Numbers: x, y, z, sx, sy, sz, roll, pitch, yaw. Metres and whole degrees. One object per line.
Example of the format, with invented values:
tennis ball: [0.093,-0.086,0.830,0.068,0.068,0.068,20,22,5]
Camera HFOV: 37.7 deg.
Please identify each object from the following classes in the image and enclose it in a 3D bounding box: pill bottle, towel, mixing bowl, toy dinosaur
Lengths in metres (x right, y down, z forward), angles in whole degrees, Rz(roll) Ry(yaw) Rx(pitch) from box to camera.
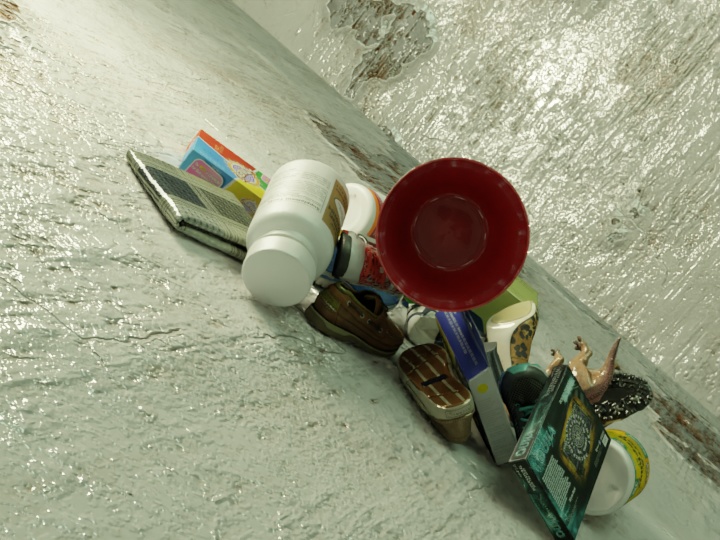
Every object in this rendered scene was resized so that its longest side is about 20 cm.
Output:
pill bottle: [-0.086,-0.048,1.369,0.114,0.114,0.200,36,35,-14]
towel: [-0.212,-0.080,1.432,0.200,0.035,0.193,23,18,-45]
pill bottle: [0.362,0.291,1.546,0.113,0.113,0.200,44,13,22]
pill bottle: [0.027,-0.082,1.902,0.110,0.110,0.200,47,15,31]
mixing bowl: [0.122,-0.049,1.411,0.200,0.200,0.108,39,5,0]
toy dinosaur: [0.301,0.173,1.513,0.086,0.200,0.136,51,35,-13]

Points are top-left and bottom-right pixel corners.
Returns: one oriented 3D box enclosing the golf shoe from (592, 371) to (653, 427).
golf shoe: [0.358,0.216,1.628,0.094,0.200,0.078,40,35,-54]

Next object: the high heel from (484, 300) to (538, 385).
high heel: [0.240,0.141,1.636,0.200,0.071,0.143,-42,122,-50]

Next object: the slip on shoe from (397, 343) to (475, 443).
slip on shoe: [0.103,0.161,1.410,0.200,0.076,0.061,-133,-154,-64]

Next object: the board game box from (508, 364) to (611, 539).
board game box: [0.261,0.231,1.356,0.135,0.028,0.200,59,38,-16]

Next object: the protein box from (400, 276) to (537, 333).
protein box: [0.198,0.047,1.873,0.198,0.135,0.200,39,13,2]

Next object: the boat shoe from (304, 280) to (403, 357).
boat shoe: [0.011,0.066,1.442,0.072,0.068,0.200,45,13,32]

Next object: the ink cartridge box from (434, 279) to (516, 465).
ink cartridge box: [0.151,0.134,1.446,0.198,0.047,0.200,-110,178,-64]

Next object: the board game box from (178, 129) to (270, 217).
board game box: [-0.185,-0.132,1.641,0.200,0.040,0.153,36,13,-15]

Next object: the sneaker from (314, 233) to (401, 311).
sneaker: [0.000,0.000,1.592,0.200,0.089,0.079,27,19,-42]

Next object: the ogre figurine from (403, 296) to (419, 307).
ogre figurine: [0.120,-0.009,1.675,0.200,0.120,0.098,-51,127,-83]

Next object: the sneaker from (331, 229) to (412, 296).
sneaker: [0.020,-0.008,1.437,0.108,0.067,0.201,14,-5,1]

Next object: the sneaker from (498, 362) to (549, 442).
sneaker: [0.240,0.213,1.421,0.091,0.077,0.200,-100,170,-57]

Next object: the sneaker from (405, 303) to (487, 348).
sneaker: [0.153,0.096,1.703,0.199,0.080,0.130,23,26,-19]
